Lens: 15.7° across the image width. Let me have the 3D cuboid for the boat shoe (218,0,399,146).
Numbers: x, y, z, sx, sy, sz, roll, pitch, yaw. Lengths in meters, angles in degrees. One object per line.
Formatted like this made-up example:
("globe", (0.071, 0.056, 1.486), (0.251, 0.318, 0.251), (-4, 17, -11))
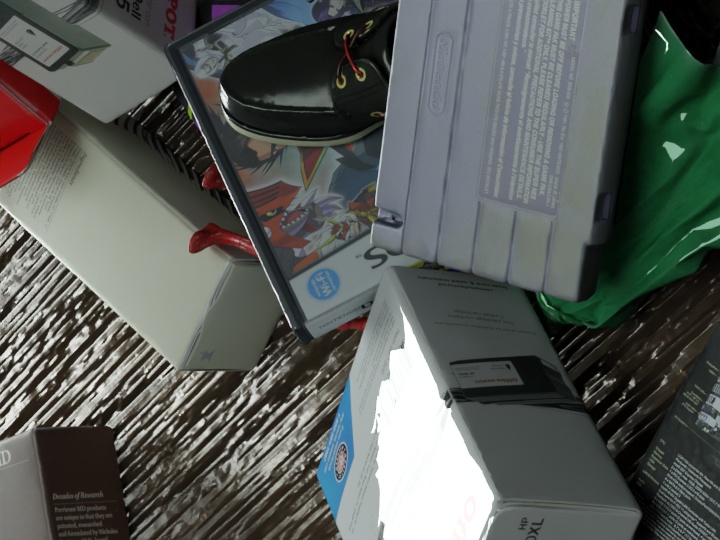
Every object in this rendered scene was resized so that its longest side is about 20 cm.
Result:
("boat shoe", (0.015, -0.114, 1.400), (0.200, 0.063, 0.074), (-6, 67, 15))

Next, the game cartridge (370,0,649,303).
("game cartridge", (0.077, -0.094, 1.317), (0.129, 0.038, 0.201), (15, 109, 22))

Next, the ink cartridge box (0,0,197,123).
("ink cartridge box", (-0.191, -0.202, 1.542), (0.084, 0.200, 0.146), (-26, 47, 36))

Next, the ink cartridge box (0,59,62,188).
("ink cartridge box", (-0.234, -0.128, 1.617), (0.116, 0.067, 0.201), (-27, 34, 37))

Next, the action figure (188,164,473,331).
("action figure", (0.000, 0.000, 1.458), (0.199, 0.052, 0.066), (20, 108, 14))

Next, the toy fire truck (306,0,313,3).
("toy fire truck", (0.005, -0.260, 1.443), (0.176, 0.200, 0.129), (-42, 92, 22))

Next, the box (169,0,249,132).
("box", (-0.026, -0.101, 1.523), (0.143, 0.036, 0.200), (-52, 60, 27))

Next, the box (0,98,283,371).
("box", (-0.131, -0.024, 1.590), (0.200, 0.068, 0.082), (41, 113, 34))

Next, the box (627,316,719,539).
("box", (0.239, 0.120, 1.250), (0.200, 0.086, 0.164), (40, 114, 35))

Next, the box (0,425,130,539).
("box", (-0.195, 0.205, 1.632), (0.100, 0.075, 0.201), (-22, 72, 38))

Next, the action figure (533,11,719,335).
("action figure", (0.146, -0.032, 1.350), (0.118, 0.055, 0.200), (45, 127, 7))

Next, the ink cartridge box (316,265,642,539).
("ink cartridge box", (0.056, 0.115, 1.348), (0.200, 0.084, 0.145), (-114, 36, -52))

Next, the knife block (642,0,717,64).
("knife block", (0.161, -0.209, 1.349), (0.175, 0.064, 0.201), (17, 99, 39))

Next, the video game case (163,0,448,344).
("video game case", (0.008, -0.084, 1.437), (0.180, 0.026, 0.201), (-27, 64, 3))
